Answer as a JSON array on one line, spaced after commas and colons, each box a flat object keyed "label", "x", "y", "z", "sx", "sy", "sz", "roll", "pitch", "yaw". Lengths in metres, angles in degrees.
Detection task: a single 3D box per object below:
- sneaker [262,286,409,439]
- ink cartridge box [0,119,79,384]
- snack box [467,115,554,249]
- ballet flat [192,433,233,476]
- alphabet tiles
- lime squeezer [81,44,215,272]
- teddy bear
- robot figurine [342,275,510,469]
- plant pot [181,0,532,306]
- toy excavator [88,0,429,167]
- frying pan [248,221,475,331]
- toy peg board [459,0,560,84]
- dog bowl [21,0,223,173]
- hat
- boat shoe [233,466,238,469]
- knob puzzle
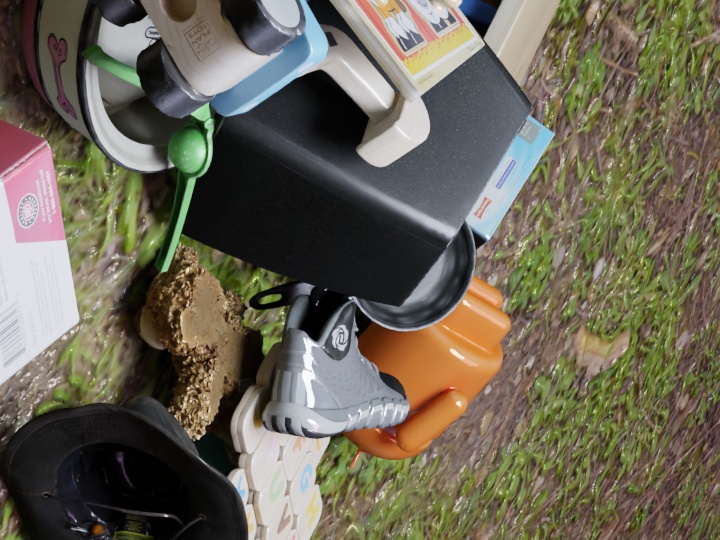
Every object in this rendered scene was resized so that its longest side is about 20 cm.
[{"label": "sneaker", "x": -0.009, "y": 0.064, "z": 1.456, "sx": 0.200, "sy": 0.075, "sz": 0.116, "roll": -6, "pitch": 102, "yaw": -68}, {"label": "ink cartridge box", "x": -0.273, "y": 0.016, "z": 1.122, "sx": 0.200, "sy": 0.082, "sz": 0.147, "roll": -42, "pitch": 143, "yaw": -39}, {"label": "snack box", "x": 0.102, "y": -0.060, "z": 1.658, "sx": 0.116, "sy": 0.037, "sz": 0.200, "roll": -57, "pitch": -176, "yaw": -18}, {"label": "ballet flat", "x": -0.143, "y": 0.174, "z": 1.468, "sx": 0.072, "sy": 0.072, "sz": 0.201, "roll": 73, "pitch": 19, "yaw": -50}, {"label": "alphabet tiles", "x": -0.064, "y": 0.158, "z": 1.470, "sx": 0.196, "sy": 0.015, "sz": 0.201, "roll": -61, "pitch": 152, "yaw": -44}, {"label": "lime squeezer", "x": -0.123, "y": -0.082, "z": 1.206, "sx": 0.071, "sy": 0.038, "sz": 0.201, "roll": -50, "pitch": 148, "yaw": -29}, {"label": "teddy bear", "x": -0.117, "y": 0.072, "z": 1.432, "sx": 0.200, "sy": 0.066, "sz": 0.146, "roll": 42, "pitch": 53, "yaw": -57}, {"label": "robot figurine", "x": 0.048, "y": 0.090, "z": 1.662, "sx": 0.200, "sy": 0.144, "sz": 0.116, "roll": -50, "pitch": 155, "yaw": 23}, {"label": "plant pot", "x": 0.004, "y": -0.091, "z": 1.333, "sx": 0.200, "sy": 0.177, "sz": 0.200, "roll": -57, "pitch": 180, "yaw": -26}, {"label": "toy excavator", "x": -0.047, "y": -0.147, "z": 1.145, "sx": 0.100, "sy": 0.195, "sz": 0.200, "roll": -32, "pitch": 177, "yaw": 30}, {"label": "frying pan", "x": 0.009, "y": 0.013, "z": 1.499, "sx": 0.190, "sy": 0.031, "sz": 0.115, "roll": -36, "pitch": 111, "yaw": -11}, {"label": "toy peg board", "x": 0.097, "y": -0.217, "z": 1.532, "sx": 0.201, "sy": 0.097, "sz": 0.199, "roll": -64, "pitch": 171, "yaw": -6}, {"label": "dog bowl", "x": -0.142, "y": -0.171, "z": 1.226, "sx": 0.200, "sy": 0.074, "sz": 0.201, "roll": -41, "pitch": 143, "yaw": -41}, {"label": "hat", "x": -0.161, "y": 0.147, "z": 1.347, "sx": 0.081, "sy": 0.199, "sz": 0.201, "roll": -71, "pitch": 162, "yaw": -45}, {"label": "boat shoe", "x": -0.087, "y": 0.195, "z": 1.563, "sx": 0.200, "sy": 0.092, "sz": 0.075, "roll": -32, "pitch": 136, "yaw": -47}, {"label": "knob puzzle", "x": 0.005, "y": -0.213, "z": 1.192, "sx": 0.030, "sy": 0.220, "sz": 0.219, "roll": -36, "pitch": 162, "yaw": 24}]
